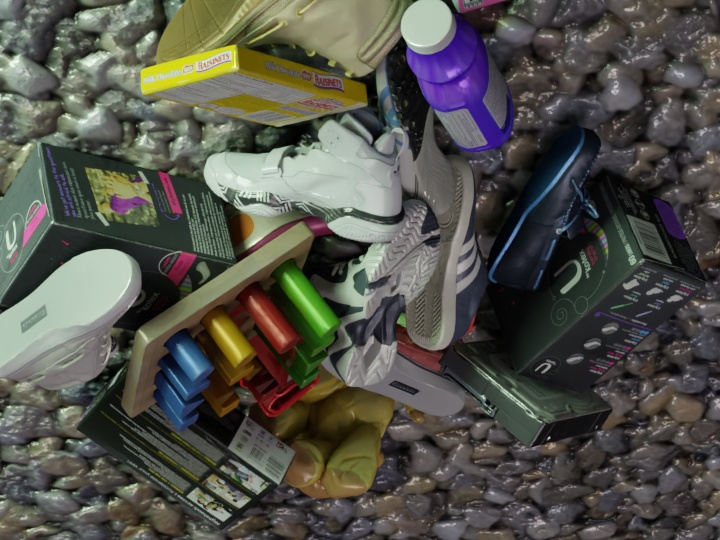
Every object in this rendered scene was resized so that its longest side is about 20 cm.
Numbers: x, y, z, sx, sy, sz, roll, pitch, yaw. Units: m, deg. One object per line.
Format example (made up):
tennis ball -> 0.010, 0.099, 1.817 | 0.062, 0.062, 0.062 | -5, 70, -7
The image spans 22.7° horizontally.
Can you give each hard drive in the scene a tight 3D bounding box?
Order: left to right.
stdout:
hard drive -> 0.182, 0.128, 1.953 | 0.200, 0.140, 0.038 | -2, 127, -60

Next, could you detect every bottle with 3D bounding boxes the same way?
bottle -> 0.086, -0.178, 1.615 | 0.065, 0.084, 0.200 | -12, 158, 15

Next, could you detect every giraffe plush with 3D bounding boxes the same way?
giraffe plush -> -0.036, 0.186, 2.016 | 0.200, 0.173, 0.162 | -38, 165, -30

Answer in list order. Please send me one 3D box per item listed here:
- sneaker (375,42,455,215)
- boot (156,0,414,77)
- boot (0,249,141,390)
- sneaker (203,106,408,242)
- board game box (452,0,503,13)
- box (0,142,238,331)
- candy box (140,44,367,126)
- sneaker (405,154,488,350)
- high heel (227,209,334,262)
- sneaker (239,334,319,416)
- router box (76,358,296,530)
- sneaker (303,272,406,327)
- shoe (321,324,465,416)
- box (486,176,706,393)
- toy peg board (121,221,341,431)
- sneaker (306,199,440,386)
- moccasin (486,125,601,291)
sneaker -> 0.039, -0.131, 1.702 | 0.072, 0.072, 0.201 | 13, 140, 28
boot -> -0.065, -0.207, 1.565 | 0.200, 0.073, 0.155 | -37, 139, 20
boot -> -0.252, 0.048, 1.643 | 0.199, 0.074, 0.095 | -27, 148, 30
sneaker -> -0.047, -0.105, 1.665 | 0.199, 0.075, 0.116 | 16, 118, 13
board game box -> 0.130, -0.323, 1.500 | 0.146, 0.065, 0.201 | -17, 141, -1
box -> -0.233, -0.025, 1.692 | 0.199, 0.107, 0.122 | 13, 133, -32
candy box -> -0.088, -0.156, 1.542 | 0.102, 0.027, 0.200 | -12, 169, 30
sneaker -> 0.096, -0.022, 1.821 | 0.084, 0.075, 0.202 | -12, 117, -46
high heel -> -0.065, -0.035, 1.773 | 0.200, 0.067, 0.096 | -38, 129, 2
sneaker -> -0.128, 0.087, 1.859 | 0.198, 0.116, 0.079 | 2, 139, -23
router box -> -0.187, 0.180, 1.903 | 0.200, 0.051, 0.149 | 37, 140, -10
sneaker -> 0.023, 0.015, 1.881 | 0.198, 0.077, 0.084 | 3, 108, -19
shoe -> 0.034, 0.081, 1.940 | 0.199, 0.092, 0.071 | 27, 140, -30
box -> 0.246, 0.017, 1.899 | 0.106, 0.123, 0.200 | 18, 130, -37
toy peg board -> -0.116, 0.079, 1.726 | 0.199, 0.098, 0.200 | -34, 166, -23
sneaker -> 0.000, 0.000, 1.771 | 0.079, 0.130, 0.200 | -6, 123, -35
moccasin -> 0.198, -0.063, 1.825 | 0.068, 0.081, 0.200 | 24, 130, -9
